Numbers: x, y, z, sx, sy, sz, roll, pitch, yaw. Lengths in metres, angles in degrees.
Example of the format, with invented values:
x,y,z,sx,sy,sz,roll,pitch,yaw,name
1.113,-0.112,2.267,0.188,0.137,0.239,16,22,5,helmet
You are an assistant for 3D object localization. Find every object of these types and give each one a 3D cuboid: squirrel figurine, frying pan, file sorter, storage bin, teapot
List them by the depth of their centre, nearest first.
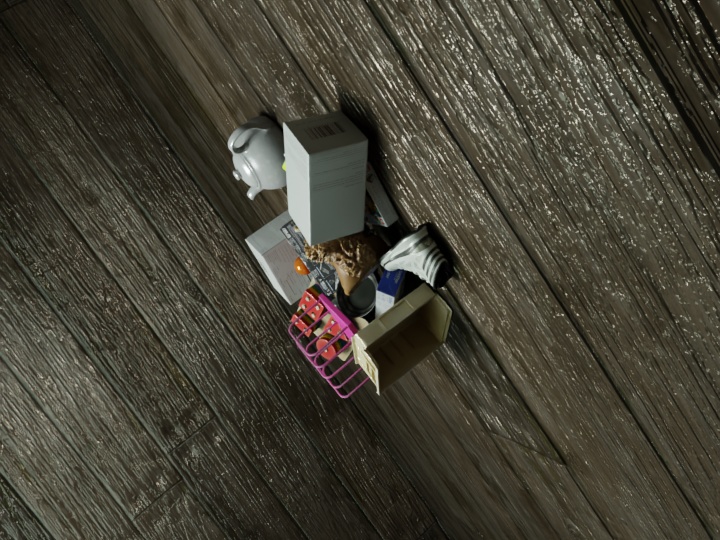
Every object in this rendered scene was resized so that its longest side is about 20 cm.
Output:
x,y,z,sx,sy,sz,roll,pitch,yaw,name
-0.046,-0.064,1.182,0.187,0.141,0.200,47,-176,8,squirrel figurine
0.088,0.146,1.245,0.094,0.199,0.199,49,165,23,storage bin
-0.006,0.011,1.297,0.114,0.192,0.031,-10,165,33,frying pan
-0.062,0.185,1.367,0.139,0.125,0.201,41,167,47,file sorter
-0.258,-0.280,1.450,0.197,0.146,0.201,24,147,61,teapot

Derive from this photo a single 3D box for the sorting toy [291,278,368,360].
x,y,z,sx,sy,sz,roll,pitch,yaw,name
-0.092,0.142,1.572,0.199,0.070,0.201,42,137,11,sorting toy

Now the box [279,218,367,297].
x,y,z,sx,sy,sz,roll,pitch,yaw,name
-0.068,-0.064,1.336,0.201,0.157,0.050,54,-162,-5,box

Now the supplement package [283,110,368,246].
x,y,z,sx,sy,sz,roll,pitch,yaw,name
-0.064,-0.166,1.049,0.118,0.116,0.201,53,152,39,supplement package

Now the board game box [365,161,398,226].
x,y,z,sx,sy,sz,roll,pitch,yaw,name
-0.006,-0.157,1.169,0.127,0.034,0.200,60,164,-20,board game box

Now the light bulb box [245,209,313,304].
x,y,z,sx,sy,sz,roll,pitch,yaw,name
-0.179,-0.051,1.617,0.125,0.199,0.199,38,159,48,light bulb box

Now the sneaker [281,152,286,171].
x,y,z,sx,sy,sz,roll,pitch,yaw,name
-0.122,-0.245,1.290,0.081,0.074,0.200,45,172,-4,sneaker

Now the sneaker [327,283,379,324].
x,y,z,sx,sy,sz,roll,pitch,yaw,name
0.016,0.099,1.435,0.060,0.198,0.105,53,-161,-57,sneaker

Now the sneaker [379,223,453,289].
x,y,z,sx,sy,sz,roll,pitch,yaw,name
0.105,-0.004,1.096,0.116,0.075,0.201,54,163,3,sneaker

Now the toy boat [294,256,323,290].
x,y,z,sx,sy,sz,roll,pitch,yaw,name
-0.109,-0.024,1.489,0.200,0.129,0.132,-72,-33,-65,toy boat

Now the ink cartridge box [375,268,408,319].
x,y,z,sx,sy,sz,roll,pitch,yaw,name
0.069,0.050,1.278,0.044,0.095,0.200,21,158,9,ink cartridge box
